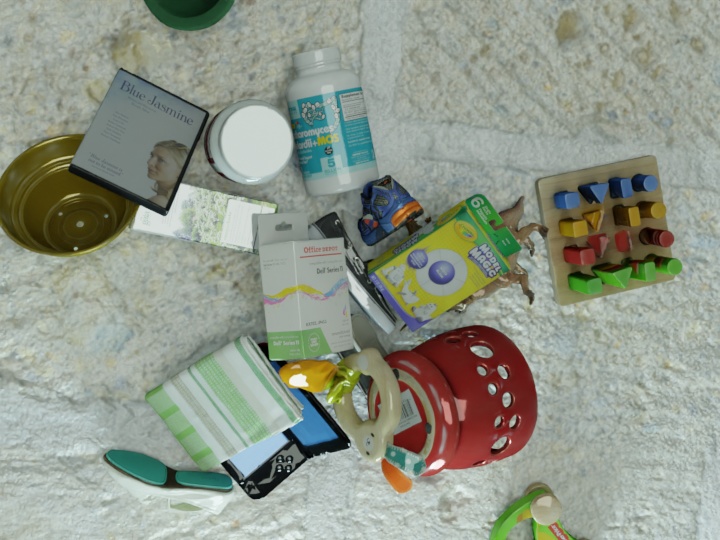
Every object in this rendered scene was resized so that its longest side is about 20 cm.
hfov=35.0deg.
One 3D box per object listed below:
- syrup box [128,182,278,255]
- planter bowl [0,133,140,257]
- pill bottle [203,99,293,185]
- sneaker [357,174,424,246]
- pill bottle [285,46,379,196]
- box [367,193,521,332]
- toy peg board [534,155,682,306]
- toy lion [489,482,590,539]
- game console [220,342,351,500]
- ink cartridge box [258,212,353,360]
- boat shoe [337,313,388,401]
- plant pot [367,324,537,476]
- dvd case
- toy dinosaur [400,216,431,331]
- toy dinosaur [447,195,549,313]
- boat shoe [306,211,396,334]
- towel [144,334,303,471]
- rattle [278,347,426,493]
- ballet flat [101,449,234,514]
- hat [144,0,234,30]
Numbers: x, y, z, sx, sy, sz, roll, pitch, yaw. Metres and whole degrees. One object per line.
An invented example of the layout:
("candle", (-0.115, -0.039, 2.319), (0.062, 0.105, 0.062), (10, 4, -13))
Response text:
("syrup box", (-0.223, -0.078, 1.618), (0.198, 0.081, 0.079), (12, 92, -12))
("planter bowl", (-0.392, -0.083, 1.563), (0.199, 0.084, 0.202), (1, 58, -1))
("pill bottle", (-0.153, -0.175, 1.562), (0.113, 0.200, 0.115), (-1, 96, -12))
("sneaker", (0.033, -0.091, 1.612), (0.075, 0.200, 0.079), (-31, 90, -17))
("pill bottle", (-0.044, -0.213, 1.627), (0.110, 0.111, 0.202), (-13, 97, -10))
("box", (0.123, -0.012, 1.628), (0.199, 0.048, 0.118), (-35, 110, 13))
("toy peg board", (0.390, -0.059, 1.738), (0.198, 0.098, 0.201), (-12, 98, -11))
("toy lion", (0.274, 0.464, 1.786), (0.191, 0.069, 0.200), (-39, 101, 2))
("game console", (-0.143, 0.222, 1.643), (0.172, 0.119, 0.200), (-40, 101, -6))
("ink cartridge box", (-0.076, 0.017, 1.584), (0.117, 0.067, 0.202), (-7, 92, -53))
("boat shoe", (0.017, 0.153, 1.709), (0.067, 0.057, 0.201), (-41, 109, -42))
("plant pot", (0.124, 0.192, 1.625), (0.182, 0.200, 0.202), (-14, 99, -39))
("dvd case", (-0.299, -0.178, 1.563), (0.142, 0.018, 0.201), (25, 50, -13))
("toy dinosaur", (0.097, -0.015, 1.703), (0.060, 0.106, 0.202), (-14, 95, -41))
("toy dinosaur", (0.200, -0.025, 1.712), (0.135, 0.086, 0.202), (14, 87, -6))
("boat shoe", (0.000, 0.000, 1.682), (0.066, 0.070, 0.200), (-38, 94, -4))
("towel", (-0.193, 0.188, 1.619), (0.199, 0.031, 0.150), (-30, 101, 26))
("rattle", (-0.008, 0.210, 1.540), (0.130, 0.143, 0.201), (-21, 75, 29))
("ballet flat", (-0.283, 0.316, 1.656), (0.199, 0.069, 0.070), (15, 92, -13))
("hat", (-0.188, -0.426, 1.626), (0.199, 0.176, 0.167), (0, 99, 26))
